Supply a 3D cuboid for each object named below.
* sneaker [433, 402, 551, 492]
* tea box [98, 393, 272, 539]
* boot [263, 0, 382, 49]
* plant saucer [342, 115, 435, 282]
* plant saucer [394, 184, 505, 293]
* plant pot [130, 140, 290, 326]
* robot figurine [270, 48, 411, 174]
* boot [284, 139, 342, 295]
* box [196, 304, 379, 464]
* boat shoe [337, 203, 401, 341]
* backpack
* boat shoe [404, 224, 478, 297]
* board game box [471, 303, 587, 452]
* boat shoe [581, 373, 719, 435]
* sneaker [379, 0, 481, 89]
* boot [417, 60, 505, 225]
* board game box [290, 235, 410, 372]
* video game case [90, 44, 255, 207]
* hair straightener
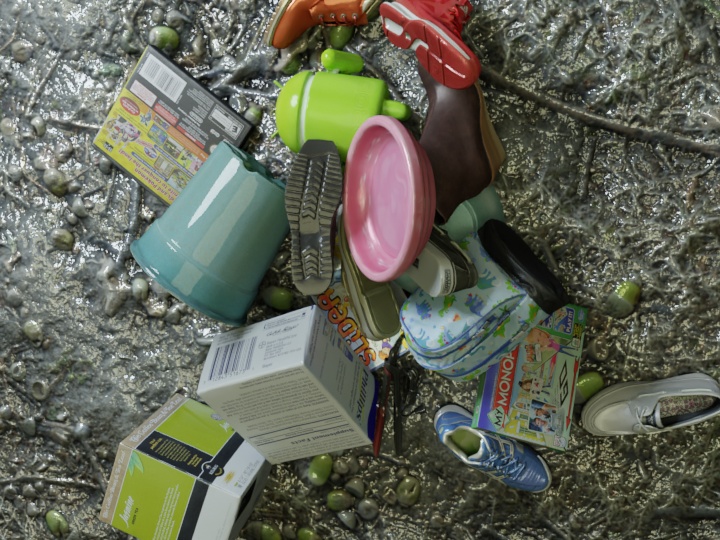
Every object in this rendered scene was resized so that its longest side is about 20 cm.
[{"bbox_3d":[0.194,0.277,1.117,0.197,0.077,0.077,27,103,3],"label":"sneaker"},{"bbox_3d":[-0.252,0.313,1.141,0.193,0.200,0.136,23,105,6],"label":"tea box"},{"bbox_3d":[-0.045,-0.364,1.041,0.199,0.075,0.108,-41,97,14],"label":"boot"},{"bbox_3d":[0.037,-0.089,0.940,0.050,0.200,0.206,-3,103,-25],"label":"plant saucer"},{"bbox_3d":[0.112,-0.059,1.068,0.195,0.039,0.207,0,96,-1],"label":"plant saucer"},{"bbox_3d":[-0.190,-0.060,1.072,0.199,0.200,0.198,37,97,1],"label":"plant pot"},{"bbox_3d":[-0.030,-0.212,1.043,0.195,0.116,0.180,9,104,9],"label":"robot figurine"},{"bbox_3d":[-0.064,-0.071,1.043,0.075,0.138,0.206,7,90,0],"label":"boot"},{"bbox_3d":[-0.097,0.170,1.076,0.180,0.106,0.201,-17,130,24],"label":"box"},{"bbox_3d":[0.000,0.000,1.060,0.073,0.068,0.205,-7,81,-31],"label":"boat shoe"},{"bbox_3d":[0.148,0.051,1.000,0.201,0.152,0.165,-54,47,26],"label":"backpack"},{"bbox_3d":[0.084,-0.028,0.981,0.062,0.201,0.072,-6,122,-23],"label":"boat shoe"},{"bbox_3d":[0.237,0.135,1.046,0.131,0.029,0.205,15,75,-6],"label":"board game box"},{"bbox_3d":[0.415,0.200,1.066,0.195,0.069,0.074,-9,99,12],"label":"boat shoe"},{"bbox_3d":[0.118,-0.319,0.973,0.114,0.079,0.201,-31,54,-13],"label":"sneaker"},{"bbox_3d":[0.105,-0.183,1.003,0.202,0.166,0.072,55,148,-9],"label":"boot"},{"bbox_3d":[0.001,0.044,1.128,0.134,0.034,0.203,-30,94,14],"label":"board game box"},{"bbox_3d":[-0.286,-0.204,1.138,0.199,0.026,0.182,37,104,1],"label":"video game case"},{"bbox_3d":[0.064,0.191,1.129,0.075,0.041,0.205,4,110,-5],"label":"hair straightener"}]
